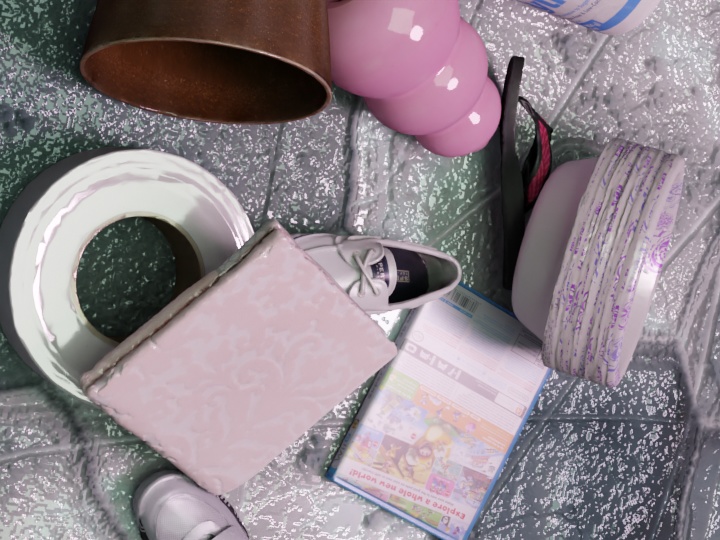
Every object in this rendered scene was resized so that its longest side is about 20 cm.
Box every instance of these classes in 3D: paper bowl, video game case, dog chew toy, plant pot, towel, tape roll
[{"bbox_3d":[0.194,-0.012,1.426,0.104,0.201,0.201,18,87,15],"label":"paper bowl"},{"bbox_3d":[0.074,0.119,1.470,0.143,0.018,0.200,31,83,-24],"label":"video game case"},{"bbox_3d":[0.045,-0.167,1.376,0.125,0.124,0.200,-52,127,-11],"label":"dog chew toy"},{"bbox_3d":[-0.105,-0.233,1.286,0.186,0.187,0.201,11,76,-24],"label":"plant pot"},{"bbox_3d":[-0.088,0.071,1.295,0.191,0.032,0.200,-40,139,2],"label":"towel"},{"bbox_3d":[-0.178,0.006,1.321,0.202,0.071,0.203,-2,95,-23],"label":"tape roll"}]

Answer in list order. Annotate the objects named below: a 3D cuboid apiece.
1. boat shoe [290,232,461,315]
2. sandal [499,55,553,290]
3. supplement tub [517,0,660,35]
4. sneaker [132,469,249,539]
[{"bbox_3d":[0.000,0.000,1.364,0.200,0.065,0.074,-8,88,-47],"label":"boat shoe"},{"bbox_3d":[0.141,-0.082,1.447,0.045,0.075,0.201,-1,104,6],"label":"sandal"},{"bbox_3d":[0.151,-0.283,1.403,0.200,0.132,0.132,16,89,-23],"label":"supplement tub"},{"bbox_3d":[-0.097,0.243,1.354,0.075,0.115,0.200,-40,109,-15],"label":"sneaker"}]
